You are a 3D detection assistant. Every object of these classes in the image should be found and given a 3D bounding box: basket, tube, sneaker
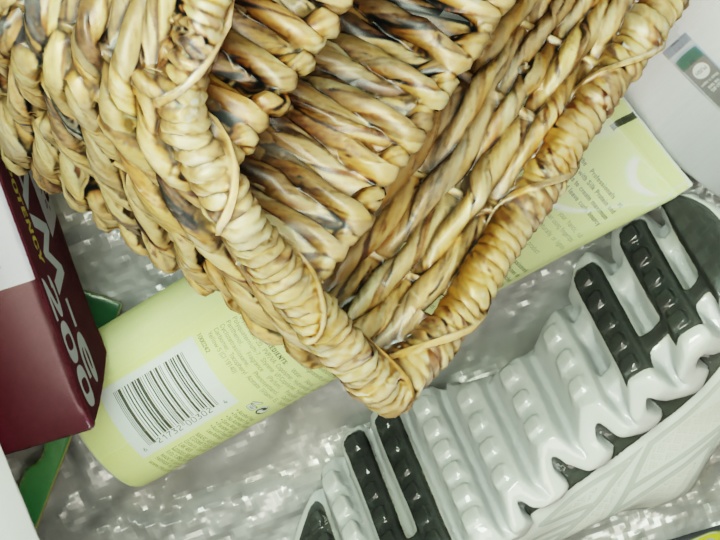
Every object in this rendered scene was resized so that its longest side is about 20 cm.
[{"bbox_3d":[0.006,-0.092,0.656,0.149,0.143,0.200,33,72,9],"label":"basket"},{"bbox_3d":[0.000,0.000,0.791,0.199,0.058,0.052,-30,83,18],"label":"tube"},{"bbox_3d":[0.062,0.062,0.829,0.200,0.075,0.081,-38,136,22],"label":"sneaker"}]

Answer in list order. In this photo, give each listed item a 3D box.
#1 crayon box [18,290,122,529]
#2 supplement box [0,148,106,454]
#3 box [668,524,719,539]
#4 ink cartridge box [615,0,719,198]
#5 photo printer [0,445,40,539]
[{"bbox_3d":[-0.190,0.037,0.823,0.199,0.051,0.127,19,111,-9],"label":"crayon box"},{"bbox_3d":[-0.186,0.017,0.755,0.199,0.061,0.109,-17,112,4],"label":"supplement box"},{"bbox_3d":[0.052,0.167,0.889,0.199,0.035,0.111,-18,112,7],"label":"box"},{"bbox_3d":[0.161,-0.078,0.782,0.161,0.050,0.200,-42,105,15],"label":"ink cartridge box"},{"bbox_3d":[-0.173,0.063,0.670,0.166,0.069,0.201,-30,113,-27],"label":"photo printer"}]
